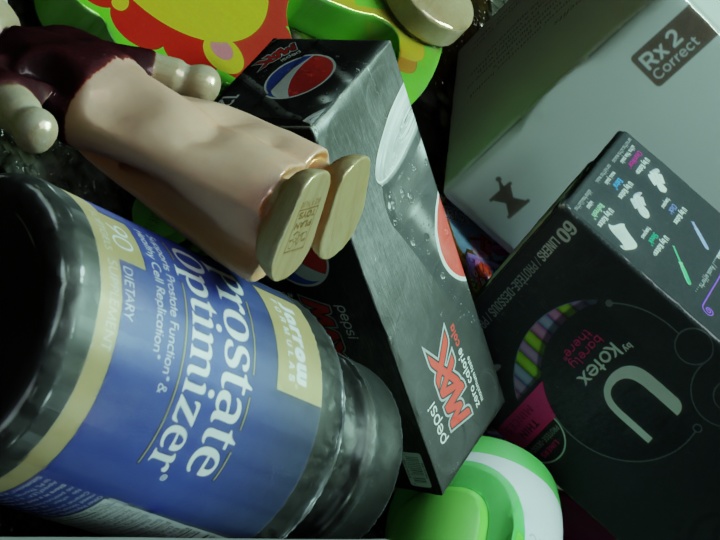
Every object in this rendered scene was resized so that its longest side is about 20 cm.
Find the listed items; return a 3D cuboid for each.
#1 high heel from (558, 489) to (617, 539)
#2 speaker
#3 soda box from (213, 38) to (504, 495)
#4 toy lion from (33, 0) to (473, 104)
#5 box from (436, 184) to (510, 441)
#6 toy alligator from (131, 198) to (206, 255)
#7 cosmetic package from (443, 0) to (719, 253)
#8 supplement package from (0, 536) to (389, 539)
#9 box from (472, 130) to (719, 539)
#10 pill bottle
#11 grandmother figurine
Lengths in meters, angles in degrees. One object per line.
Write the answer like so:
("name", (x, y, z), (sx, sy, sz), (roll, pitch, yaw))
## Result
("high heel", (0.149, 0.202, 1.010), (0.200, 0.067, 0.096), (39, 70, -15))
("speaker", (0.039, 0.168, 0.829), (0.089, 0.088, 0.201), (49, 36, -26))
("soda box", (0.000, 0.000, 0.825), (0.071, 0.063, 0.201), (-51, 135, -38))
("toy lion", (-0.060, -0.129, 0.874), (0.200, 0.069, 0.192), (41, 41, -8))
("box", (0.071, 0.031, 1.012), (0.199, 0.039, 0.138), (13, 60, -53))
("toy alligator", (-0.049, -0.033, 0.866), (0.199, 0.059, 0.055), (0, 110, -57))
("cosmetic package", (0.161, -0.085, 1.043), (0.165, 0.165, 0.200), (40, 25, -16))
("supplement package", (-0.033, 0.155, 0.635), (0.199, 0.117, 0.118), (8, 88, -41))
("box", (0.151, 0.053, 0.909), (0.200, 0.122, 0.106), (41, 34, 3))
("pill bottle", (-0.077, 0.048, 0.711), (0.199, 0.111, 0.113), (26, 49, -46))
("grandmother figurine", (-0.099, -0.062, 0.711), (0.199, 0.061, 0.121), (28, 14, 18))
